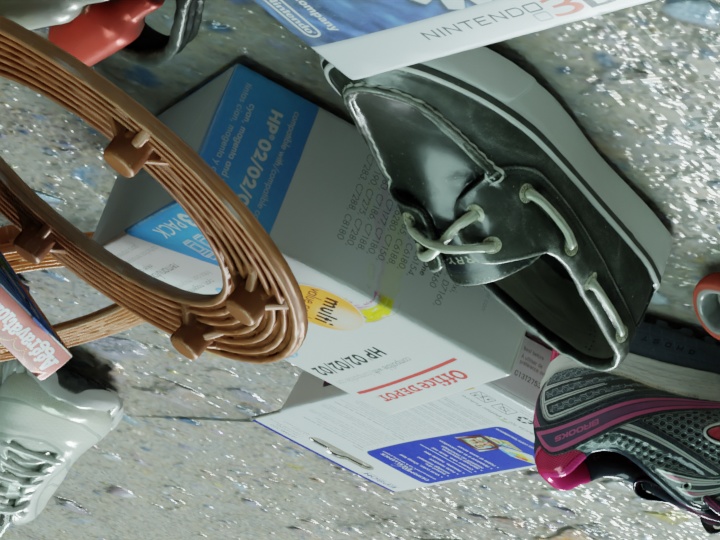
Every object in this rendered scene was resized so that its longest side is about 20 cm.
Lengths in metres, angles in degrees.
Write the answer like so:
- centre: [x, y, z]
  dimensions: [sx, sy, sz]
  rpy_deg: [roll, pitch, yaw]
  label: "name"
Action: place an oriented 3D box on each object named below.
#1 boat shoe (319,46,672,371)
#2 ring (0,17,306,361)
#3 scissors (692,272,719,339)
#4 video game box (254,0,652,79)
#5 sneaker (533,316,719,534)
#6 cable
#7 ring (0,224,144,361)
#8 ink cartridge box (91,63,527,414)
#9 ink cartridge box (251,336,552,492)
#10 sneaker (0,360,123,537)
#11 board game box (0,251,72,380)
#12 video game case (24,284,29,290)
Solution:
- centre: [0.052, -0.027, 1.038]
  dimensions: [0.071, 0.064, 0.200]
  rpy_deg: [-2, 150, 44]
  label: "boat shoe"
- centre: [-0.106, -0.028, 1.039]
  dimensions: [0.200, 0.019, 0.201]
  rpy_deg: [34, 160, 14]
  label: "ring"
- centre: [0.194, 0.053, 1.050]
  dimensions: [0.200, 0.014, 0.073]
  rpy_deg: [28, 139, 56]
  label: "scissors"
- centre: [0.005, -0.139, 0.808]
  dimensions: [0.182, 0.047, 0.200]
  rpy_deg: [-14, 142, 41]
  label: "video game box"
- centre: [0.173, 0.080, 1.178]
  dimensions: [0.200, 0.075, 0.081]
  rpy_deg: [12, 158, 16]
  label: "sneaker"
- centre: [-0.071, -0.106, 0.968]
  dimensions: [0.200, 0.050, 0.097]
  rpy_deg: [-4, 140, 49]
  label: "cable"
- centre: [-0.163, 0.011, 1.271]
  dimensions: [0.200, 0.019, 0.200]
  rpy_deg: [-13, 166, -3]
  label: "ring"
- centre: [0.000, 0.000, 1.145]
  dimensions: [0.200, 0.068, 0.115]
  rpy_deg: [28, 159, -18]
  label: "ink cartridge box"
- centre: [0.035, 0.068, 1.327]
  dimensions: [0.095, 0.037, 0.200]
  rpy_deg: [29, 155, -24]
  label: "ink cartridge box"
- centre: [-0.190, 0.104, 1.560]
  dimensions: [0.075, 0.081, 0.200]
  rpy_deg: [26, 157, -9]
  label: "sneaker"
- centre: [-0.190, -0.048, 1.105]
  dimensions: [0.200, 0.019, 0.103]
  rpy_deg: [51, 180, 32]
  label: "board game box"
- centre: [-0.284, 0.001, 1.347]
  dimensions: [0.181, 0.036, 0.200]
  rpy_deg: [3, 171, 15]
  label: "video game case"
